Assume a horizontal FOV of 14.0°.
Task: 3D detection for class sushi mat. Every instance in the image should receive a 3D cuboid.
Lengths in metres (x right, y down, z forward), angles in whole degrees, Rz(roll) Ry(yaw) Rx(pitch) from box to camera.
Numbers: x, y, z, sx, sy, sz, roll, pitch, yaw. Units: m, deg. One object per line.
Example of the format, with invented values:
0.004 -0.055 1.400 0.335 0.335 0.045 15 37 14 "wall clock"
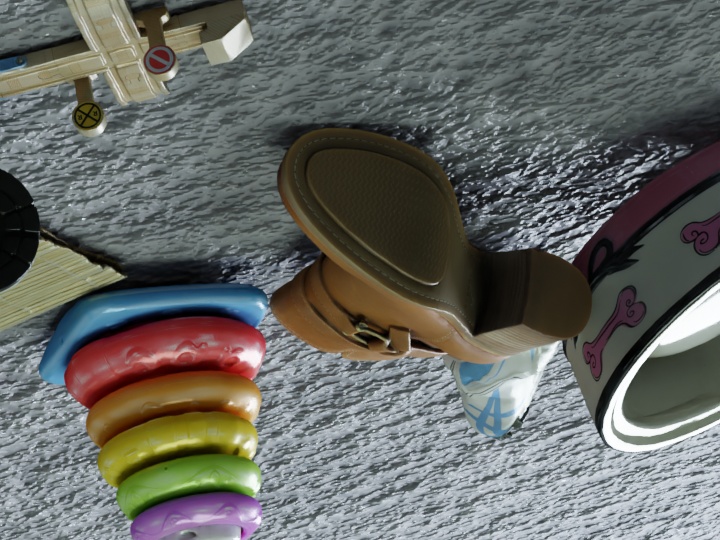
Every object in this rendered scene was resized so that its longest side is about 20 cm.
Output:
-0.224 0.025 1.503 0.200 0.012 0.096 -23 157 22 "sushi mat"

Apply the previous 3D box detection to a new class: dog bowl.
0.188 0.005 1.546 0.200 0.074 0.200 -29 155 -15 "dog bowl"

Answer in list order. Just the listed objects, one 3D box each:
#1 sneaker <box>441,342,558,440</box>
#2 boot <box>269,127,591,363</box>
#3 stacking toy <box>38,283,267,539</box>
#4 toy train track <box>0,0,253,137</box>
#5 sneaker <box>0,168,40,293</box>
0.074 0.042 1.663 0.072 0.072 0.200 22 162 5 "sneaker"
0.000 0.000 1.494 0.200 0.074 0.155 32 154 -31 "boot"
-0.091 0.111 1.536 0.109 0.201 0.116 -3 158 -25 "stacking toy"
-0.143 -0.075 1.280 0.199 0.033 0.115 -14 158 4 "toy train track"
-0.246 -0.019 1.280 0.199 0.076 0.088 14 167 -17 "sneaker"
